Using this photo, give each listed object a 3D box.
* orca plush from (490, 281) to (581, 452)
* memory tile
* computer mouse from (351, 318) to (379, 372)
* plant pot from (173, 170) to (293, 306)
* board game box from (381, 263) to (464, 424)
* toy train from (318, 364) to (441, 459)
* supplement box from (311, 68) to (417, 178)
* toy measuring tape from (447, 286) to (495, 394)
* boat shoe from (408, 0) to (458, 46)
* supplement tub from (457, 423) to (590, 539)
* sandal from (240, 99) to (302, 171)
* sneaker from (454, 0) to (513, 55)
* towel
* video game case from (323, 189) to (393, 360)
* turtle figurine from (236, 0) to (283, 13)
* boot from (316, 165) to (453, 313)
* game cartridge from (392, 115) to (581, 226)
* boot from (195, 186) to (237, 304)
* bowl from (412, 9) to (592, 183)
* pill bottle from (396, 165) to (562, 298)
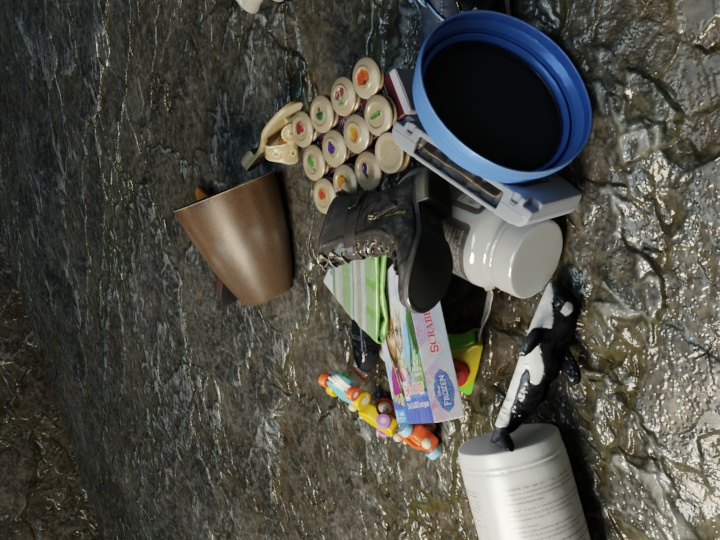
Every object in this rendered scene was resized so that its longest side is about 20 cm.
[{"bbox_3d":[0.216,0.117,0.812,0.071,0.105,0.201,21,74,21],"label":"orca plush"},{"bbox_3d":[-0.020,-0.169,0.921,0.200,0.017,0.154,-25,81,50],"label":"memory tile"},{"bbox_3d":[0.006,0.055,1.079,0.059,0.034,0.201,-169,75,-74],"label":"computer mouse"},{"bbox_3d":[-0.197,-0.047,1.231,0.187,0.187,0.201,-8,108,51],"label":"plant pot"},{"bbox_3d":[0.067,0.096,0.917,0.200,0.041,0.200,125,135,-73],"label":"board game box"},{"bbox_3d":[0.033,0.201,1.060,0.200,0.056,0.150,40,160,-9],"label":"toy train"},{"bbox_3d":[0.033,-0.194,0.950,0.200,0.109,0.061,-30,77,48],"label":"supplement box"},{"bbox_3d":[0.126,0.090,0.930,0.074,0.073,0.201,36,133,39],"label":"toy measuring tape"},{"bbox_3d":[0.086,-0.360,0.866,0.084,0.068,0.201,20,111,62],"label":"boat shoe"},{"bbox_3d":[0.204,0.300,0.856,0.132,0.132,0.201,-17,86,51],"label":"supplement tub"},{"bbox_3d":[-0.131,-0.206,1.188,0.070,0.078,0.212,54,145,-2],"label":"sandal"},{"bbox_3d":[0.133,-0.299,0.822,0.072,0.083,0.201,7,105,49],"label":"sneaker"},{"bbox_3d":[0.000,0.000,0.989,0.200,0.031,0.150,-138,44,-64],"label":"towel"},{"bbox_3d":[0.028,0.007,1.075,0.182,0.022,0.200,51,134,29],"label":"video game case"},{"bbox_3d":[-0.136,-0.497,1.052,0.194,0.199,0.144,-41,34,51],"label":"turtle figurine"},{"bbox_3d":[0.019,-0.026,0.829,0.174,0.069,0.201,-16,51,36],"label":"boot"},{"bbox_3d":[0.147,-0.119,0.810,0.200,0.133,0.042,40,121,29],"label":"game cartridge"},{"bbox_3d":[-0.292,-0.051,1.407,0.200,0.068,0.189,29,121,43],"label":"boot"},{"bbox_3d":[0.148,-0.182,0.749,0.201,0.200,0.039,66,155,14],"label":"bowl"},{"bbox_3d":[0.136,-0.048,0.860,0.200,0.113,0.114,31,122,42],"label":"pill bottle"}]
